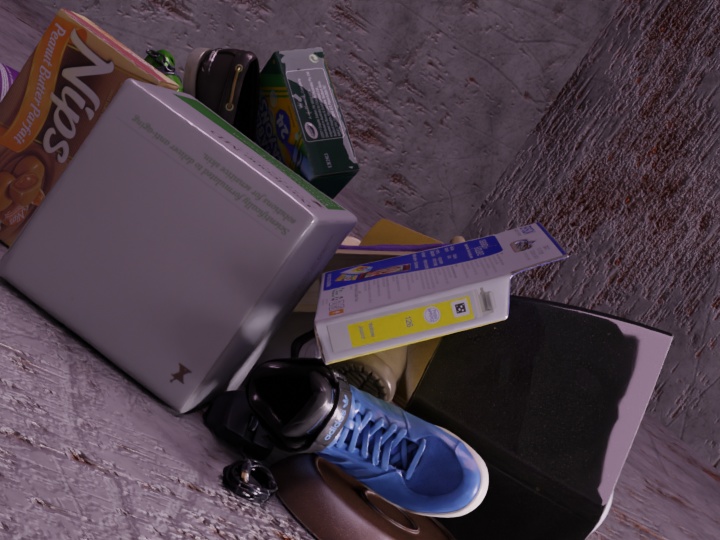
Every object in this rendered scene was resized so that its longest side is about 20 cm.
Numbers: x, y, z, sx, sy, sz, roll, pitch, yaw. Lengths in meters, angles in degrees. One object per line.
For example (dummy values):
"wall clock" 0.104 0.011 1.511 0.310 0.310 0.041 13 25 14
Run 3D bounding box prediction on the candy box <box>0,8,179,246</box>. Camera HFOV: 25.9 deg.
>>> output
"candy box" -0.265 -0.115 1.384 0.115 0.200 0.055 36 8 10

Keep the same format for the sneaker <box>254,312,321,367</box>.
"sneaker" -0.056 0.051 1.517 0.115 0.075 0.200 13 26 17

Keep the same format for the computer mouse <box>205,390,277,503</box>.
"computer mouse" -0.088 0.133 1.228 0.059 0.034 0.200 34 7 -14

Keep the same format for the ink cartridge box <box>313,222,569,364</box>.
"ink cartridge box" 0.064 0.015 1.273 0.198 0.200 0.047 -87 165 -81

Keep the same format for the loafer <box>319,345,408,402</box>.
"loafer" -0.007 0.101 1.353 0.076 0.067 0.200 45 -30 -5

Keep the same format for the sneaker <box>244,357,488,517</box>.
"sneaker" -0.002 0.128 1.211 0.200 0.077 0.111 29 0 26

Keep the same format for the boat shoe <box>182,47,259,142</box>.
"boat shoe" -0.122 -0.100 1.419 0.060 0.202 0.072 4 12 23

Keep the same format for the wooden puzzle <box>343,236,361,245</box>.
"wooden puzzle" -0.034 0.049 1.693 0.200 0.046 0.186 7 71 -70

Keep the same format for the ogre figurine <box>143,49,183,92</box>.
"ogre figurine" -0.214 -0.107 1.483 0.120 0.200 0.098 32 -21 39

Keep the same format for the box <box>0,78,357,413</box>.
"box" -0.148 -0.022 1.306 0.199 0.200 0.171 37 9 8

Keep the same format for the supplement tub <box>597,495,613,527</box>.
"supplement tub" 0.197 0.209 1.688 0.122 0.123 0.200 34 8 -7

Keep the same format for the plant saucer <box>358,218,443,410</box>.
"plant saucer" 0.041 0.059 1.615 0.048 0.200 0.200 -10 12 -17

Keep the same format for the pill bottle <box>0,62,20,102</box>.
"pill bottle" -0.338 -0.133 1.527 0.200 0.113 0.112 27 10 -46

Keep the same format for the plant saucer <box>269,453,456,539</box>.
"plant saucer" 0.017 0.204 1.256 0.200 0.032 0.200 33 6 -4

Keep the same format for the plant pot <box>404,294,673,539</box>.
"plant pot" 0.127 0.136 1.347 0.177 0.200 0.200 26 -35 4

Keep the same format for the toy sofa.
"toy sofa" 0.000 0.000 1.442 0.200 0.098 0.083 1 30 -2

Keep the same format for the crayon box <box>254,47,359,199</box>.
"crayon box" -0.075 -0.106 1.468 0.052 0.200 0.126 -10 73 -26
